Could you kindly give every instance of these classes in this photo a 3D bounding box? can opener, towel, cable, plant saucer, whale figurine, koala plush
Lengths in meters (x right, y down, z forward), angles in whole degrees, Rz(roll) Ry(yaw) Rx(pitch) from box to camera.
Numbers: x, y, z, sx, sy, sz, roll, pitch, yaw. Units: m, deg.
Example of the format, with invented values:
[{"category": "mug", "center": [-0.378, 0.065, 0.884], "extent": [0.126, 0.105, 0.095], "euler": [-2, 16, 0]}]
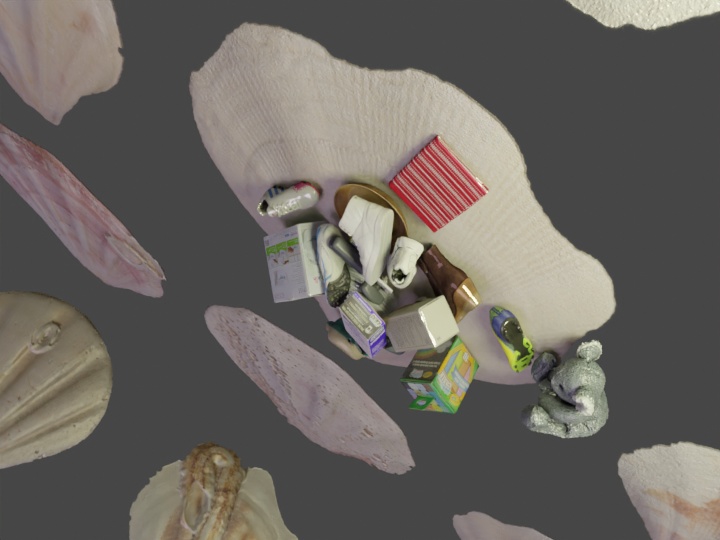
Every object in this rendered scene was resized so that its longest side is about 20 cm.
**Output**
[{"category": "can opener", "center": [0.000, 0.000, 1.445], "extent": [0.200, 0.067, 0.052], "euler": [46, 164, -19]}, {"category": "towel", "center": [0.147, -0.162, 1.195], "extent": [0.144, 0.023, 0.199], "euler": [44, 149, -6]}, {"category": "cable", "center": [0.004, 0.057, 1.597], "extent": [0.199, 0.070, 0.199], "euler": [39, 163, -16]}, {"category": "plant saucer", "center": [0.030, -0.123, 1.369], "extent": [0.196, 0.036, 0.202], "euler": [29, 151, 17]}, {"category": "whale figurine", "center": [-0.030, 0.193, 1.858], "extent": [0.157, 0.105, 0.200], "euler": [36, 176, 0]}, {"category": "koala plush", "center": [0.455, 0.247, 1.297], "extent": [0.178, 0.181, 0.202], "euler": [17, 147, 11]}]

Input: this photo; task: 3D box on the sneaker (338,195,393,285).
[{"category": "sneaker", "center": [0.006, -0.071, 1.351], "extent": [0.113, 0.074, 0.204], "euler": [27, 133, 22]}]

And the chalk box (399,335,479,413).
[{"category": "chalk box", "center": [0.196, 0.284, 1.593], "extent": [0.123, 0.202, 0.125], "euler": [-6, 132, 51]}]

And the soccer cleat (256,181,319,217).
[{"category": "soccer cleat", "center": [-0.177, -0.162, 1.497], "extent": [0.197, 0.087, 0.071], "euler": [2, 137, 47]}]

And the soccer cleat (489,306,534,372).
[{"category": "soccer cleat", "center": [0.344, 0.156, 1.408], "extent": [0.084, 0.064, 0.202], "euler": [51, 173, 49]}]

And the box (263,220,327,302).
[{"category": "box", "center": [-0.158, -0.018, 1.584], "extent": [0.198, 0.095, 0.183], "euler": [-13, 88, 55]}]

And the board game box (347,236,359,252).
[{"category": "board game box", "center": [0.002, -0.035, 1.495], "extent": [0.094, 0.030, 0.200], "euler": [37, 164, -3]}]

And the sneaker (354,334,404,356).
[{"category": "sneaker", "center": [0.052, 0.196, 1.690], "extent": [0.198, 0.122, 0.084], "euler": [36, 118, -19]}]

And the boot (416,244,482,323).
[{"category": "boot", "center": [0.190, 0.037, 1.412], "extent": [0.167, 0.072, 0.201], "euler": [49, 157, 9]}]

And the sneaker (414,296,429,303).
[{"category": "sneaker", "center": [0.141, 0.140, 1.569], "extent": [0.074, 0.085, 0.201], "euler": [34, 151, 5]}]

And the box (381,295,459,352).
[{"category": "box", "center": [0.135, 0.127, 1.430], "extent": [0.097, 0.076, 0.199], "euler": [65, 155, -2]}]

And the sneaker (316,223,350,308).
[{"category": "sneaker", "center": [-0.068, -0.013, 1.492], "extent": [0.072, 0.070, 0.207], "euler": [-158, 60, -63]}]

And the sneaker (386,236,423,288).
[{"category": "sneaker", "center": [0.088, 0.001, 1.375], "extent": [0.073, 0.083, 0.201], "euler": [18, 157, 5]}]

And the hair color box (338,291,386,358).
[{"category": "hair color box", "center": [0.009, 0.139, 1.533], "extent": [0.109, 0.065, 0.201], "euler": [46, 170, 17]}]
